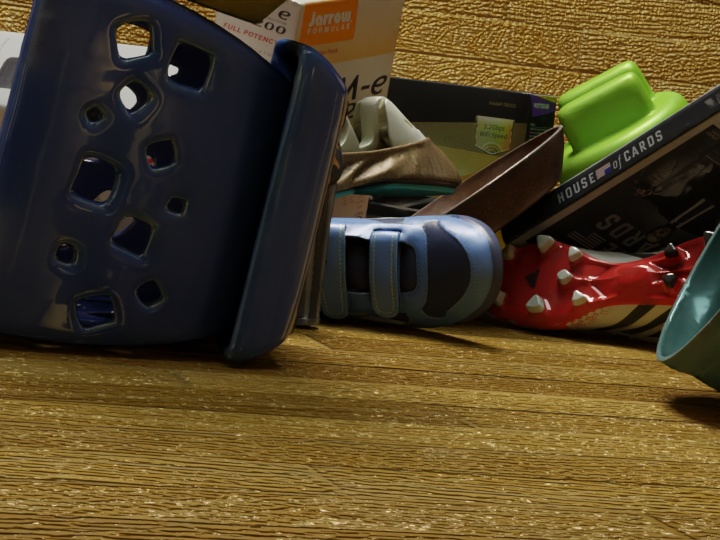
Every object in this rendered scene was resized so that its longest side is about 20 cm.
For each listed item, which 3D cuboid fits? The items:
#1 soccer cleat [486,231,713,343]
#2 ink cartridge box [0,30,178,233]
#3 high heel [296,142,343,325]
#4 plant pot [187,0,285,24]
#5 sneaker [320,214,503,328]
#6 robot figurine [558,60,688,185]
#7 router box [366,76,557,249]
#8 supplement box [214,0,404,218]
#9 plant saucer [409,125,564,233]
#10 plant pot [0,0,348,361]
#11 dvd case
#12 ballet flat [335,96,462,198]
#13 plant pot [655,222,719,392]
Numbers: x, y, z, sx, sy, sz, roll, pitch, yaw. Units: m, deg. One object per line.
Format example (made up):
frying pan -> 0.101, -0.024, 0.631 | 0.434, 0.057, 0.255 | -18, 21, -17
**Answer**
soccer cleat -> 0.175, 0.018, 1.594 | 0.199, 0.069, 0.085 | -6, -34, 27
ink cartridge box -> -0.186, -0.072, 1.551 | 0.199, 0.146, 0.084 | 8, 43, 19
high heel -> -0.112, -0.047, 1.458 | 0.198, 0.144, 0.071 | 6, 6, -4
plant pot -> -0.081, -0.218, 1.283 | 0.199, 0.143, 0.200 | 20, 5, -2
sneaker -> 0.000, 0.000, 1.510 | 0.199, 0.075, 0.082 | 1, 1, 37
robot figurine -> 0.225, -0.056, 1.811 | 0.115, 0.201, 0.176 | -28, 13, 11
router box -> 0.049, -0.070, 1.850 | 0.199, 0.159, 0.052 | 9, 5, 30
supplement box -> -0.046, -0.103, 1.629 | 0.073, 0.201, 0.126 | 22, 23, 31
plant saucer -> 0.064, -0.033, 1.635 | 0.200, 0.035, 0.200 | -33, 3, 2
plant pot -> -0.114, -0.055, 1.308 | 0.178, 0.202, 0.200 | 13, 5, -9
dvd case -> 0.218, -0.044, 1.626 | 0.199, 0.025, 0.150 | -33, -43, 29
ballet flat -> -0.008, -0.079, 1.577 | 0.199, 0.073, 0.068 | -8, 4, -40
plant pot -> 0.273, 0.002, 1.290 | 0.134, 0.201, 0.200 | 33, 5, 0
